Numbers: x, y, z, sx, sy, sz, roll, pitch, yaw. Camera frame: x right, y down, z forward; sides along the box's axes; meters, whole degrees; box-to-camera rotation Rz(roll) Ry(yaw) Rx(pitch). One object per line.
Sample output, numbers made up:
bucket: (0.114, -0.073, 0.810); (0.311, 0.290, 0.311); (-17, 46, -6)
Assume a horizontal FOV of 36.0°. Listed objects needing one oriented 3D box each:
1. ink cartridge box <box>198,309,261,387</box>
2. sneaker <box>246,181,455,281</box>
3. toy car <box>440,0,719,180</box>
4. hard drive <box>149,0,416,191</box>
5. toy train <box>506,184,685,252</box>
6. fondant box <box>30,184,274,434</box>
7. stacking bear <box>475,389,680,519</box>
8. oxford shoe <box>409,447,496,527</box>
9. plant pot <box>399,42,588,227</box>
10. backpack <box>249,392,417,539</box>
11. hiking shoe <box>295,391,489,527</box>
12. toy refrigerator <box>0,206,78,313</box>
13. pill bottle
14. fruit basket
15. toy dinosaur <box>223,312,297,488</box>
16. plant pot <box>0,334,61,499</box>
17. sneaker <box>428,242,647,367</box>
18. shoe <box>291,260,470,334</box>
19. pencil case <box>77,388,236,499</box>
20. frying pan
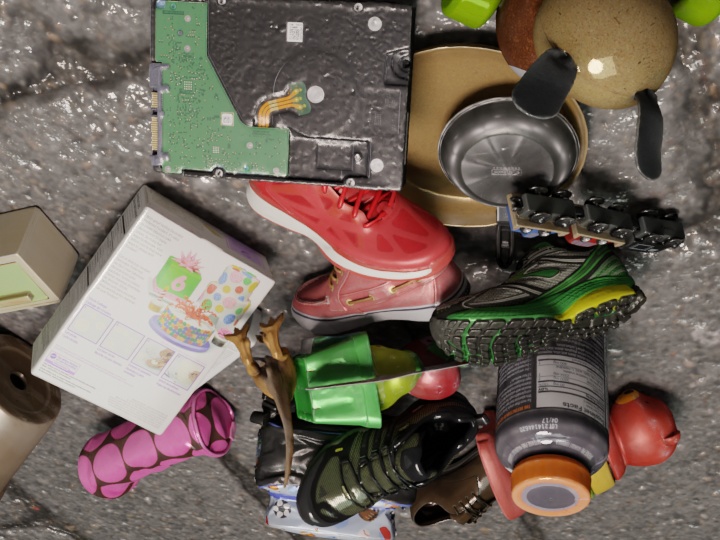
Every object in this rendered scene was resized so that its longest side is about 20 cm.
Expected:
ink cartridge box: (-0.224, 0.066, 1.170); (0.162, 0.057, 0.200); (30, 140, -24)
sneaker: (-0.017, -0.068, 0.902); (0.199, 0.078, 0.116); (20, 149, 20)
toy car: (0.149, -0.144, 0.727); (0.164, 0.201, 0.158); (22, 139, -15)
hard drive: (-0.061, -0.137, 0.845); (0.199, 0.038, 0.140); (4, 103, 7)
toy train: (0.194, -0.040, 0.929); (0.199, 0.034, 0.046); (8, 155, -35)
fondant box: (-0.198, 0.041, 1.055); (0.144, 0.058, 0.200); (31, 106, -25)
stacking bear: (0.237, 0.186, 1.179); (0.199, 0.121, 0.114); (-18, 94, 12)
oxford shoe: (0.141, 0.259, 1.302); (0.200, 0.085, 0.073); (-30, 125, 35)
plant pot: (0.086, -0.112, 0.913); (0.199, 0.028, 0.200); (6, 141, 5)
backpack: (-0.024, 0.209, 1.197); (0.199, 0.155, 0.191); (12, -178, -1)
hiking shoe: (0.026, 0.178, 1.053); (0.076, 0.200, 0.101); (57, 172, -2)
toy refrigerator: (-0.392, 0.003, 1.106); (0.199, 0.070, 0.076); (-10, 137, 21)
pill bottle: (0.180, 0.127, 1.045); (0.106, 0.201, 0.106); (6, 141, 5)
fruit basket: (0.034, 0.090, 1.059); (0.199, 0.094, 0.185); (-15, 178, -12)
toy dinosaur: (-0.076, 0.100, 1.021); (0.060, 0.200, 0.107); (-25, 108, -1)
plant pot: (-0.436, 0.162, 1.236); (0.173, 0.200, 0.200); (-35, 125, 19)
sneaker: (0.148, 0.026, 0.979); (0.199, 0.085, 0.078); (-12, 149, -22)
shoe: (0.000, 0.000, 1.022); (0.200, 0.072, 0.091); (-6, 129, 39)
pencil case: (-0.236, 0.206, 1.307); (0.200, 0.091, 0.094); (-24, 131, 31)
frying pan: (0.108, -0.067, 0.923); (0.115, 0.031, 0.190); (17, 137, -9)
